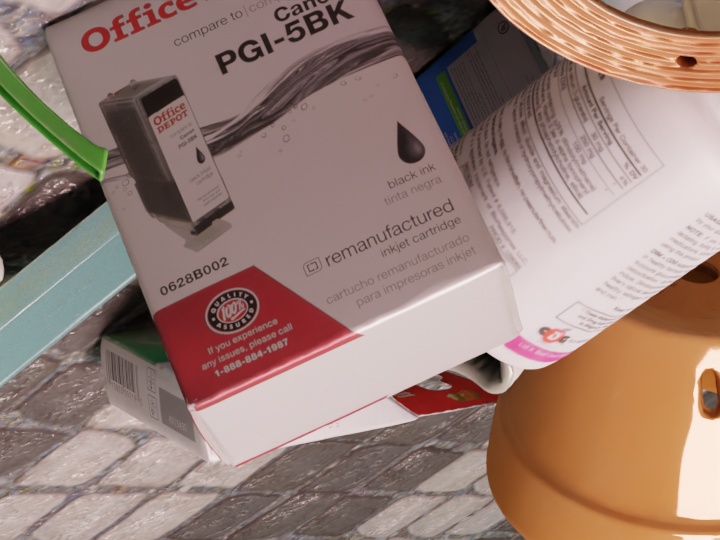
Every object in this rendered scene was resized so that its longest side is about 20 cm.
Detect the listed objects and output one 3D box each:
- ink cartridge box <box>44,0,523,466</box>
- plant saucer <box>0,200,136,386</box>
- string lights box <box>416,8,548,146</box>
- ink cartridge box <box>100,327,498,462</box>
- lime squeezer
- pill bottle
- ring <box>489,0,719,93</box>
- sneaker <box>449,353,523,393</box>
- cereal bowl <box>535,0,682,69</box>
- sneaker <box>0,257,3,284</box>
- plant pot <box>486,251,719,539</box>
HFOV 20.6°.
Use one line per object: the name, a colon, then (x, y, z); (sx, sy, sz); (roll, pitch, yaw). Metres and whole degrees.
ink cartridge box: (-0.036, -0.040, 0.866); (0.146, 0.201, 0.083); (-25, 155, -1)
plant saucer: (-0.153, 0.010, 1.022); (0.200, 0.019, 0.070); (-41, 161, -10)
string lights box: (0.044, -0.042, 1.072); (0.200, 0.103, 0.059); (-38, 153, 31)
ink cartridge box: (-0.032, 0.057, 1.161); (0.199, 0.050, 0.161); (-11, -167, -26)
lime squeezer: (-0.194, -0.085, 0.785); (0.198, 0.071, 0.038); (11, 168, -7)
pill bottle: (0.125, -0.051, 0.903); (0.200, 0.114, 0.113); (-36, 155, 29)
ring: (0.133, -0.137, 0.746); (0.199, 0.019, 0.201); (7, 145, 5)
sneaker: (0.000, 0.000, 0.988); (0.199, 0.089, 0.074); (21, 128, -4)
cereal bowl: (0.162, -0.171, 0.933); (0.199, 0.084, 0.200); (-21, 158, -9)
sneaker: (-0.259, 0.025, 0.941); (0.199, 0.077, 0.075); (-12, 153, -35)
plant pot: (0.172, 0.057, 1.056); (0.199, 0.200, 0.141); (-14, 126, -26)
